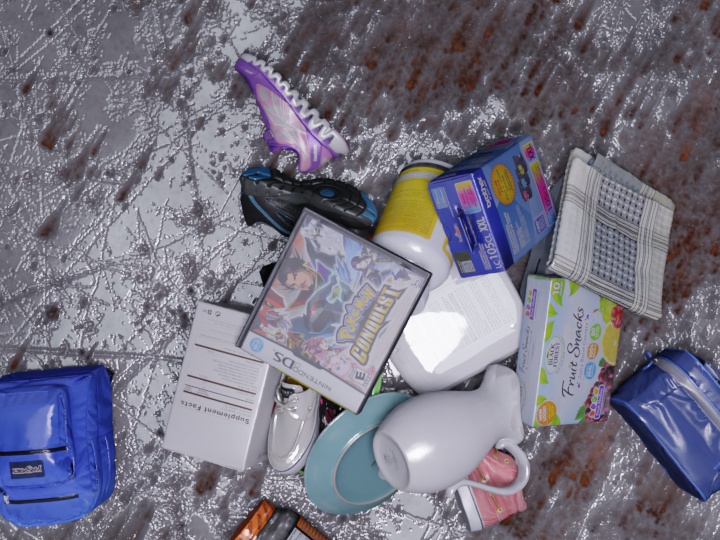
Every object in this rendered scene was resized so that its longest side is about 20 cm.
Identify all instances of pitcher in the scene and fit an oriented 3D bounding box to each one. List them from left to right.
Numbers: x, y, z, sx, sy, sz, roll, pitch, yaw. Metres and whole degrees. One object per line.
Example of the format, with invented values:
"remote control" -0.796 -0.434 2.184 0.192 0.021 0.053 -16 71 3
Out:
"pitcher" 0.127 0.232 1.231 0.200 0.121 0.172 -19 89 -30

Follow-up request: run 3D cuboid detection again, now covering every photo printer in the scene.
"photo printer" 0.126 0.070 1.326 0.200 0.069 0.166 -29 89 -1

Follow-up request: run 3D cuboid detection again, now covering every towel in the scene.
"towel" 0.347 -0.053 1.286 0.192 0.035 0.200 25 63 -18

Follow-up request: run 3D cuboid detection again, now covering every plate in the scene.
"plate" 0.018 0.254 1.284 0.200 0.026 0.200 -16 123 -25

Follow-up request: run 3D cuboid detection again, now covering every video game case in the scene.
"video game case" -0.035 0.050 1.186 0.181 0.026 0.200 28 97 10

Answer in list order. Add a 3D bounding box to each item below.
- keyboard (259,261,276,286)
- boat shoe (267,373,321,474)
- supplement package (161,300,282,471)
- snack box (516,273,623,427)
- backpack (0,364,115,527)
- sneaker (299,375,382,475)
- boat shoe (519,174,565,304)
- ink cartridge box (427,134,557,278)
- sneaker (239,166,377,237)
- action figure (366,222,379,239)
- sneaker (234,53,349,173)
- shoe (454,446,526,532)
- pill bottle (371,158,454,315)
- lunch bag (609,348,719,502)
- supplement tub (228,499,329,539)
"keyboard" -0.068 0.076 1.348 0.104 0.040 0.200 -16 91 22
"boat shoe" -0.086 0.167 1.257 0.071 0.070 0.200 10 74 29
"supplement package" -0.170 0.152 1.287 0.120 0.121 0.200 14 90 11
"snack box" 0.283 0.107 1.296 0.142 0.053 0.200 2 98 -30
"backpack" -0.422 0.240 1.270 0.162 0.168 0.200 -4 93 6
"sneaker" -0.041 0.195 1.299 0.084 0.077 0.200 36 103 -12
"boat shoe" 0.283 -0.037 1.339 0.067 0.074 0.200 22 89 -28
"ink cartridge box" 0.169 -0.079 1.240 0.076 0.200 0.137 -10 108 42
"sneaker" -0.072 -0.084 1.314 0.200 0.073 0.082 16 120 16
"action figure" 0.000 0.000 1.296 0.099 0.065 0.200 -26 61 24
"sneaker" -0.110 -0.213 1.324 0.088 0.080 0.200 -44 91 7
"shoe" 0.163 0.258 1.329 0.091 0.071 0.200 -20 93 -5
"pill bottle" 0.075 -0.043 1.267 0.112 0.112 0.200 23 58 -1
"lunch bag" 0.446 0.195 1.298 0.132 0.136 0.200 -38 89 -1
"supplement tub" -0.085 0.412 1.294 0.200 0.123 0.123 40 89 0
